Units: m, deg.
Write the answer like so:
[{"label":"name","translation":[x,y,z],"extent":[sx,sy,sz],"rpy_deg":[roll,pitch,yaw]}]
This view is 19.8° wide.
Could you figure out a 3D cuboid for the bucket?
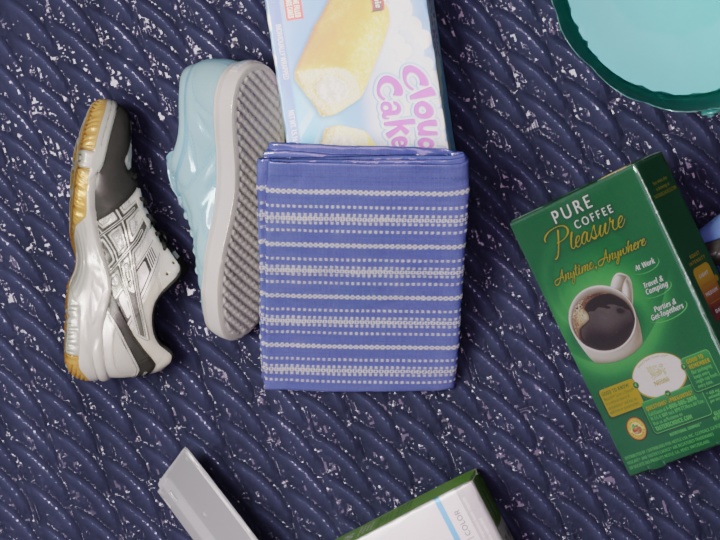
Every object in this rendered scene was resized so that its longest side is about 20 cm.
[{"label":"bucket","translation":[0.222,-0.206,1.388],"extent":[0.206,0.135,0.209],"rpy_deg":[0,94,7]}]

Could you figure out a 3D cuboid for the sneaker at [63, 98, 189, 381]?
[{"label":"sneaker","translation":[-0.166,-0.022,1.481],"extent":[0.087,0.076,0.202],"rpy_deg":[2,96,-9]}]

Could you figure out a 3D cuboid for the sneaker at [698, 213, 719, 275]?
[{"label":"sneaker","translation":[0.298,-0.036,1.429],"extent":[0.199,0.076,0.077],"rpy_deg":[-22,51,16]}]

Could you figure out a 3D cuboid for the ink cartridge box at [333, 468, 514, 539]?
[{"label":"ink cartridge box","translation":[0.018,0.234,1.468],"extent":[0.199,0.059,0.104],"rpy_deg":[-28,91,7]}]

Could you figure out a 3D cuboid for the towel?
[{"label":"towel","translation":[0.000,0.000,1.427],"extent":[0.144,0.024,0.201],"rpy_deg":[1,125,-2]}]

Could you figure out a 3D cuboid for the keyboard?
[{"label":"keyboard","translation":[-0.076,0.217,1.472],"extent":[0.200,0.011,0.056],"rpy_deg":[51,133,11]}]

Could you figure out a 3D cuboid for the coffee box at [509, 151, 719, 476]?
[{"label":"coffee box","translation":[0.196,0.031,1.419],"extent":[0.123,0.044,0.201],"rpy_deg":[-28,88,44]}]

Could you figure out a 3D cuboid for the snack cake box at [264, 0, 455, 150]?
[{"label":"snack cake box","translation":[0.004,-0.120,1.450],"extent":[0.114,0.067,0.202],"rpy_deg":[-9,92,7]}]

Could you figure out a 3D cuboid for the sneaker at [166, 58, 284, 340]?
[{"label":"sneaker","translation":[-0.100,-0.054,1.475],"extent":[0.082,0.074,0.202],"rpy_deg":[14,104,41]}]
